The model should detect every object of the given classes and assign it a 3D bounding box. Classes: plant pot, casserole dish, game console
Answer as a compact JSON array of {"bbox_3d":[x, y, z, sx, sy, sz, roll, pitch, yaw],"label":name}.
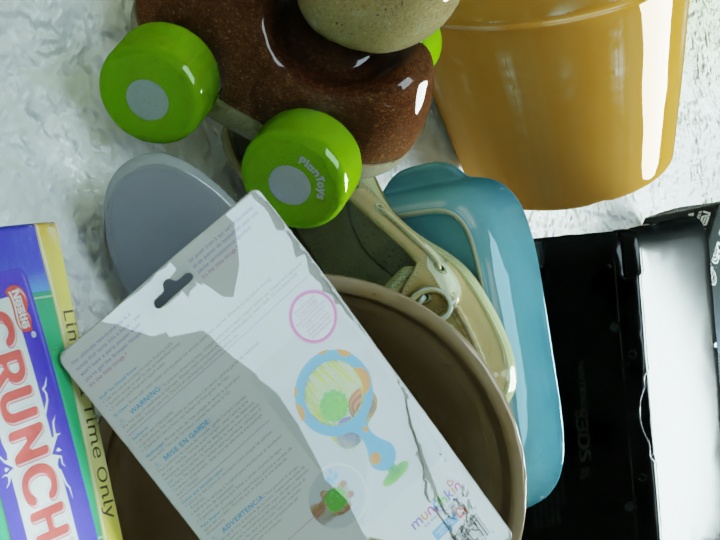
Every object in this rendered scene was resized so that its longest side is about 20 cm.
[{"bbox_3d":[-0.027,0.100,1.084,0.093,0.200,0.201,-165,-119,-86],"label":"plant pot"},{"bbox_3d":[0.110,-0.143,1.341,0.200,0.200,0.184,-47,134,-51],"label":"plant pot"},{"bbox_3d":[0.039,0.043,1.211,0.039,0.121,0.200,-3,83,-59],"label":"casserole dish"},{"bbox_3d":[0.126,0.077,1.294,0.116,0.175,0.200,-125,-150,-87],"label":"game console"}]

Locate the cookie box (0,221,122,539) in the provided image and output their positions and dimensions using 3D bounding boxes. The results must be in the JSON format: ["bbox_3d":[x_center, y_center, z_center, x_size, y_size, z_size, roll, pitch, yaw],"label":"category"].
[{"bbox_3d":[-0.192,0.076,0.907,0.200,0.075,0.172,-10,87,-57],"label":"cookie box"}]

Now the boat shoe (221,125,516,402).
[{"bbox_3d":[0.001,-0.002,1.171,0.201,0.073,0.063,56,26,13],"label":"boat shoe"}]

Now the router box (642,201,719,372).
[{"bbox_3d":[0.224,0.075,1.526,0.150,0.062,0.200,57,39,-29],"label":"router box"}]

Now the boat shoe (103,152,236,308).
[{"bbox_3d":[-0.062,0.016,1.138,0.200,0.069,0.057,54,10,-29],"label":"boat shoe"}]

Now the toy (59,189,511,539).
[{"bbox_3d":[-0.034,0.079,1.010,0.115,0.047,0.200,-42,102,-20],"label":"toy"}]

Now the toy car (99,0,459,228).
[{"bbox_3d":[-0.011,-0.153,1.107,0.158,0.200,0.164,31,37,0],"label":"toy car"}]
